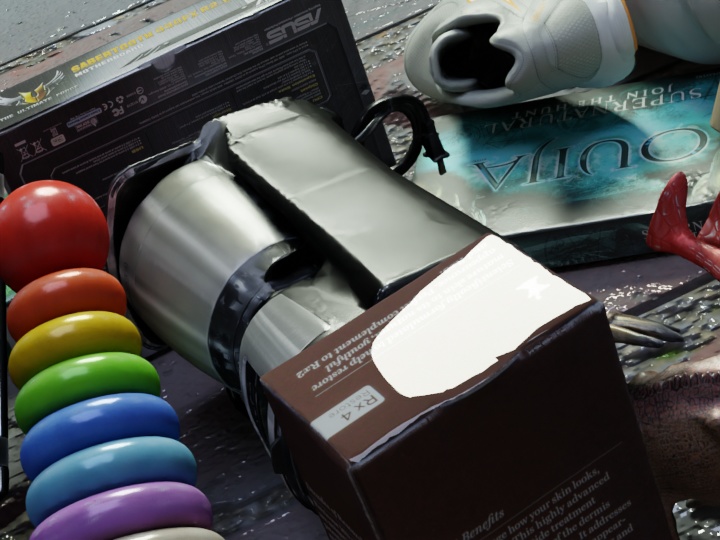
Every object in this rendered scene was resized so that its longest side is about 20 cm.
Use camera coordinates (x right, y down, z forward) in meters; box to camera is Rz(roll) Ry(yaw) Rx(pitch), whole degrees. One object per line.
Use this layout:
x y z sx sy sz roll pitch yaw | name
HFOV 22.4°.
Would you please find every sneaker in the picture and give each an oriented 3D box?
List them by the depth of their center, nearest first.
0.063 -0.125 1.020 0.091 0.076 0.200 -18 8 -26 | sneaker

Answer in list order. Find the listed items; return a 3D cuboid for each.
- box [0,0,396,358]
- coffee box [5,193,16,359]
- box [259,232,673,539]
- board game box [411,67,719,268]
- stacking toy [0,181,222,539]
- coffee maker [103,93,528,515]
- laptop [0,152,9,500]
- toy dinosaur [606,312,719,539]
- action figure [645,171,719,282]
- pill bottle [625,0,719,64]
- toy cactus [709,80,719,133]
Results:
-0.084 -0.055 0.971 0.199 0.159 0.048 -26 33 -8 | box
-0.139 -0.030 1.071 0.199 0.044 0.123 -28 34 -10 | coffee box
0.050 0.101 0.631 0.100 0.201 0.075 -31 34 -16 | box
0.123 -0.052 0.973 0.198 0.028 0.136 -9 34 17 | board game box
-0.121 0.051 0.802 0.085 0.085 0.202 -18 70 3 | stacking toy
0.000 0.000 0.845 0.192 0.135 0.200 -43 40 -8 | coffee maker
-0.225 0.022 0.838 0.200 0.115 0.189 -43 43 42 | laptop
0.137 0.058 0.706 0.198 0.136 0.086 -7 35 19 | toy dinosaur
0.211 -0.006 0.695 0.065 0.100 0.200 1 27 -46 | action figure
0.185 -0.176 1.014 0.114 0.115 0.200 -28 24 -12 | pill bottle
0.224 -0.137 0.885 0.198 0.166 0.102 11 19 -31 | toy cactus
